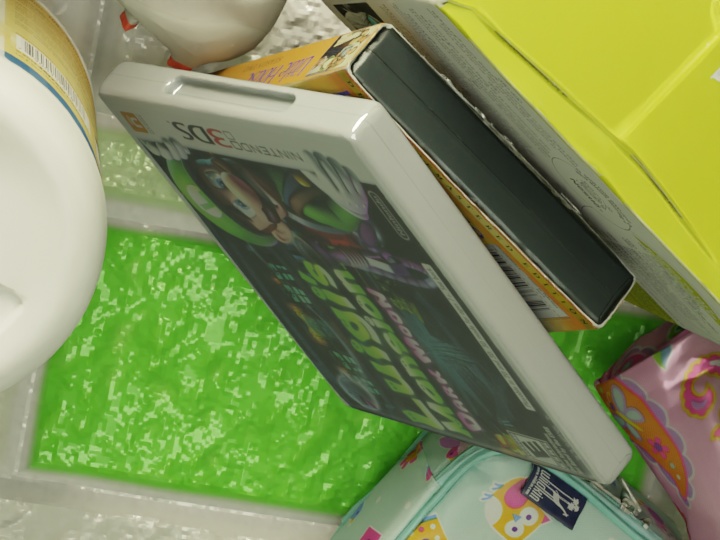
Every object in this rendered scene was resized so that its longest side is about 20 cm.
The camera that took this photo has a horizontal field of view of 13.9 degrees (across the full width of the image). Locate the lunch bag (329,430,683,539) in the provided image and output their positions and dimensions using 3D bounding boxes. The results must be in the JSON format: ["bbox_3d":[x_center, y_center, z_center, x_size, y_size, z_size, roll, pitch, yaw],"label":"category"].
[{"bbox_3d":[0.056,0.166,1.317,0.160,0.077,0.200,38,100,-16],"label":"lunch bag"}]

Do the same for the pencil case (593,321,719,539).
[{"bbox_3d":[0.184,0.109,1.284,0.087,0.087,0.200,-31,89,4],"label":"pencil case"}]

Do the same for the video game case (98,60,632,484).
[{"bbox_3d":[0.000,0.000,1.191,0.023,0.182,0.200,-49,122,-19],"label":"video game case"}]

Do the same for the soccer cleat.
[{"bbox_3d":[-0.114,-0.157,1.197,0.200,0.069,0.078,31,130,-20],"label":"soccer cleat"}]

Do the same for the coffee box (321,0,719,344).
[{"bbox_3d":[0.134,-0.111,1.158,0.200,0.198,0.200,-46,107,-5],"label":"coffee box"}]

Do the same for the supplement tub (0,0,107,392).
[{"bbox_3d":[-0.174,-0.043,1.159,0.144,0.200,0.145,-2,109,-6],"label":"supplement tub"}]

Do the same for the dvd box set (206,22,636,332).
[{"bbox_3d":[0.009,-0.031,1.191,0.146,0.200,0.029,44,71,-16],"label":"dvd box set"}]
